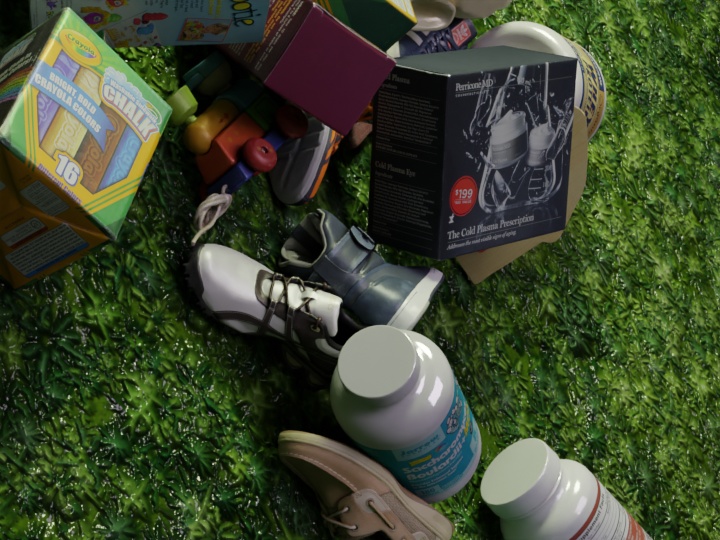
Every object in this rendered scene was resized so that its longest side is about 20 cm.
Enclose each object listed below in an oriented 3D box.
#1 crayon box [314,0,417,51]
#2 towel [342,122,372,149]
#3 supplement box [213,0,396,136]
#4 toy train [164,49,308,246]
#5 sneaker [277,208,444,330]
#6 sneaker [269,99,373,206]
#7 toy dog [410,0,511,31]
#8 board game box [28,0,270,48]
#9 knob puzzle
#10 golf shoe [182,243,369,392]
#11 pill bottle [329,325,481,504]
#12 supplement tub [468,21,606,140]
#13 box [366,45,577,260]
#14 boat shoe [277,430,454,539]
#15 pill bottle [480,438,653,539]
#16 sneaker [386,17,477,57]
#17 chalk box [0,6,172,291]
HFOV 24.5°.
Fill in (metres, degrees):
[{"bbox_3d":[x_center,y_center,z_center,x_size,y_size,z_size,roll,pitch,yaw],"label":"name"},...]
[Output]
[{"bbox_3d":[-0.039,-0.311,1.600,0.200,0.052,0.126,33,29,-36],"label":"crayon box"},{"bbox_3d":[-0.018,-0.244,1.719,0.144,0.023,0.201,-53,128,-52],"label":"towel"},{"bbox_3d":[-0.072,-0.215,1.528,0.110,0.086,0.200,30,7,-39],"label":"supplement box"},{"bbox_3d":[-0.139,-0.115,1.484,0.116,0.085,0.200,47,38,-7],"label":"toy train"},{"bbox_3d":[0.001,-0.001,1.594,0.146,0.077,0.202,36,9,2],"label":"sneaker"},{"bbox_3d":[-0.019,-0.146,1.625,0.112,0.077,0.201,26,72,-43],"label":"sneaker"},{"bbox_3d":[0.076,-0.369,1.779,0.193,0.140,0.200,-1,44,-42],"label":"toy dog"},{"bbox_3d":[-0.181,-0.258,1.399,0.199,0.105,0.103,-4,67,-12],"label":"board game box"},{"bbox_3d":[0.155,-0.113,1.782,0.220,0.219,0.030,55,6,-15],"label":"knob puzzle"},{"bbox_3d":[-0.066,0.027,1.477,0.200,0.094,0.078,36,45,-33],"label":"golf shoe"},{"bbox_3d":[0.038,0.124,1.477,0.200,0.110,0.111,62,23,-57],"label":"pill bottle"},{"bbox_3d":[0.200,-0.201,1.888,0.145,0.144,0.200,70,19,6],"label":"supplement tub"},{"bbox_3d":[0.112,-0.122,1.654,0.200,0.104,0.183,-14,112,-43],"label":"box"},{"bbox_3d":[0.000,0.210,1.474,0.200,0.071,0.065,37,66,-24],"label":"boat shoe"},{"bbox_3d":[0.213,0.265,1.683,0.200,0.112,0.112,47,39,-24],"label":"pill bottle"},{"bbox_3d":[0.082,-0.245,1.801,0.200,0.084,0.075,-81,152,-52],"label":"sneaker"},{"bbox_3d":[-0.242,-0.109,1.302,0.124,0.125,0.200,45,41,-26],"label":"chalk box"}]
